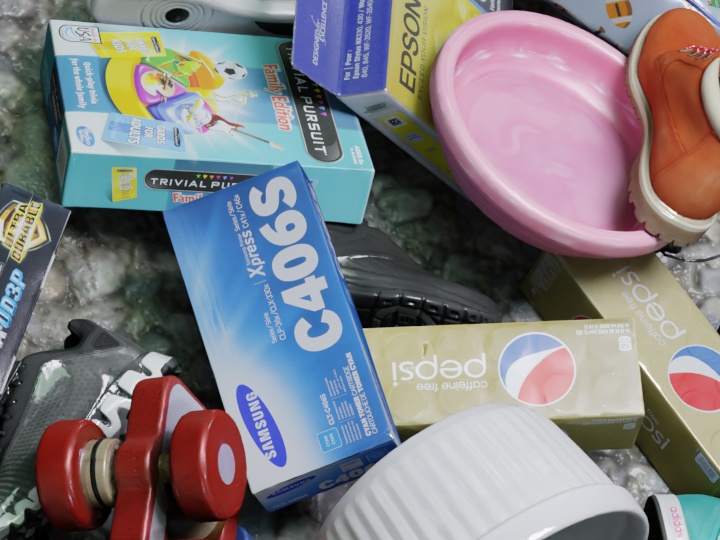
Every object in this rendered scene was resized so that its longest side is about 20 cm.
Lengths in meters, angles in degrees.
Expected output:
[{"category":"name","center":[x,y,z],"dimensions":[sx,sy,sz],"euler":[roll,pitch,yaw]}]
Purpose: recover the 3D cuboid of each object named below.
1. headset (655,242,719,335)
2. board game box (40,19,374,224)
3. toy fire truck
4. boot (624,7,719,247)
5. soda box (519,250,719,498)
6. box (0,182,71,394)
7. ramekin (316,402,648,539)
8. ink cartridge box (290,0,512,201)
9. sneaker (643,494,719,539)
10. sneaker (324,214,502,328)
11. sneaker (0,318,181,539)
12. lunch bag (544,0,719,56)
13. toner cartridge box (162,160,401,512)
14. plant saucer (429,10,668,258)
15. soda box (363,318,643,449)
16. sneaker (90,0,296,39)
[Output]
[{"category":"headset","center":[0.279,0.031,1.830],"dimensions":[0.200,0.094,0.124],"euler":[35,57,-15]},{"category":"board game box","center":[-0.104,-0.099,1.751],"dimensions":[0.199,0.047,0.151],"euler":[3,38,-16]},{"category":"toy fire truck","center":[-0.113,0.175,1.571],"dimensions":[0.112,0.168,0.201],"euler":[-6,59,19]},{"category":"boot","center":[0.229,-0.119,1.744],"dimensions":[0.075,0.107,0.200],"euler":[19,43,-16]},{"category":"soda box","center":[0.197,0.059,1.779],"dimensions":[0.068,0.064,0.200],"euler":[-28,74,-28]},{"category":"box","center":[-0.237,0.064,1.560],"dimensions":[0.046,0.200,0.159],"euler":[24,58,-9]},{"category":"ramekin","center":[0.064,0.171,1.603],"dimensions":[0.200,0.200,0.105],"euler":[-23,60,-27]},{"category":"ink cartridge box","center":[0.035,-0.178,1.808],"dimensions":[0.200,0.047,0.198],"euler":[38,47,-45]},{"category":"sneaker","center":[0.256,0.232,1.695],"dimensions":[0.120,0.084,0.201],"euler":[-4,62,-9]},{"category":"sneaker","center":[0.000,0.000,1.748],"dimensions":[0.199,0.076,0.091],"euler":[16,51,-12]},{"category":"sneaker","center":[-0.201,0.103,1.633],"dimensions":[0.090,0.067,0.200],"euler":[36,54,8]},{"category":"lunch bag","center":[0.201,-0.221,1.913],"dimensions":[0.200,0.076,0.160],"euler":[37,33,2]},{"category":"toner cartridge box","center":[-0.048,0.039,1.648],"dimensions":[0.095,0.043,0.201],"euler":[-22,66,4]},{"category":"plant saucer","center":[0.130,-0.083,1.760],"dimensions":[0.200,0.051,0.201],"euler":[18,45,-19]},{"category":"soda box","center":[0.076,0.077,1.696],"dimensions":[0.199,0.064,0.068],"euler":[-3,67,-3]},{"category":"sneaker","center":[-0.098,-0.209,1.837],"dimensions":[0.199,0.073,0.112],"euler":[4,57,-25]}]
